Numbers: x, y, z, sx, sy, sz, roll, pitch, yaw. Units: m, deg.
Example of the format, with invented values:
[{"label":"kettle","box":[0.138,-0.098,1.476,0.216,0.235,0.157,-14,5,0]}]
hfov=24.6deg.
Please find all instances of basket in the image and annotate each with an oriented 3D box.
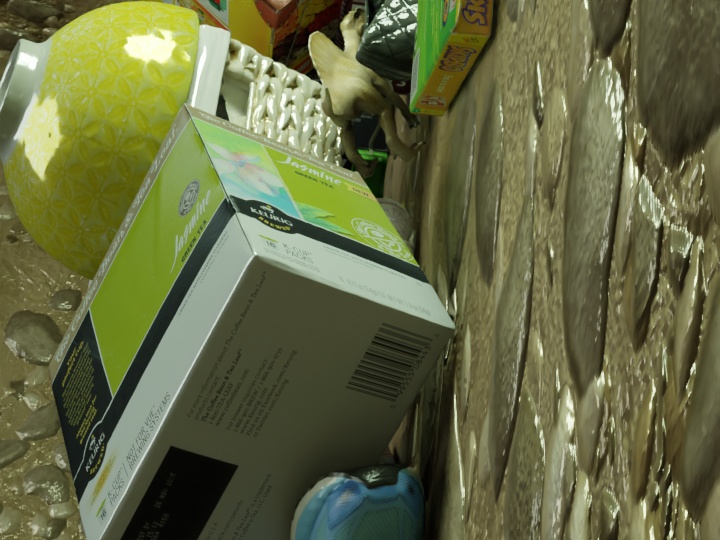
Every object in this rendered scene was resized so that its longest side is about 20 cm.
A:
[{"label":"basket","box":[-0.103,-0.050,1.178,0.200,0.123,0.136,-51,26,44]}]

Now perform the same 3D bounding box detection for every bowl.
[{"label":"bowl","box":[-0.197,-0.104,1.139,0.200,0.107,0.201,-56,22,37]}]

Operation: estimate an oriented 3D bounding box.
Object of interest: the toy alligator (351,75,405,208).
[{"label":"toy alligator","box":[0.002,-0.045,1.220,0.054,0.059,0.202,-122,38,-83]}]

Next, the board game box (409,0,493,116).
[{"label":"board game box","box":[0.053,-0.156,0.927,0.200,0.030,0.096,107,168,-82]}]

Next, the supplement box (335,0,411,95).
[{"label":"supplement box","box":[0.020,-0.240,1.250,0.109,0.060,0.201,-105,22,-77]}]

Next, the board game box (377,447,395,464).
[{"label":"board game box","box":[-0.007,0.221,1.063,0.152,0.046,0.202,-136,52,-84]}]

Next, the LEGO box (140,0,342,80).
[{"label":"LEGO box","box":[-0.110,-0.237,1.259,0.077,0.200,0.149,-42,-13,-22]}]

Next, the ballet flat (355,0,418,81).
[{"label":"ballet flat","box":[0.016,-0.205,1.111,0.067,0.056,0.201,-56,31,38]}]

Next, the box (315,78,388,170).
[{"label":"box","box":[-0.025,-0.188,1.493,0.200,0.103,0.183,137,140,-83]}]

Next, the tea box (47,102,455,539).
[{"label":"tea box","box":[-0.072,0.046,0.950,0.201,0.133,0.197,-60,30,19]}]

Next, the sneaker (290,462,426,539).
[{"label":"sneaker","box":[0.008,0.192,0.892,0.090,0.078,0.201,-124,32,-53]}]

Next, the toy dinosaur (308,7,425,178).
[{"label":"toy dinosaur","box":[-0.007,-0.113,1.111,0.101,0.058,0.200,54,-158,-18]}]

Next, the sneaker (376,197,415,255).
[{"label":"sneaker","box":[0.000,0.000,1.094,0.100,0.075,0.200,-64,15,5]}]
